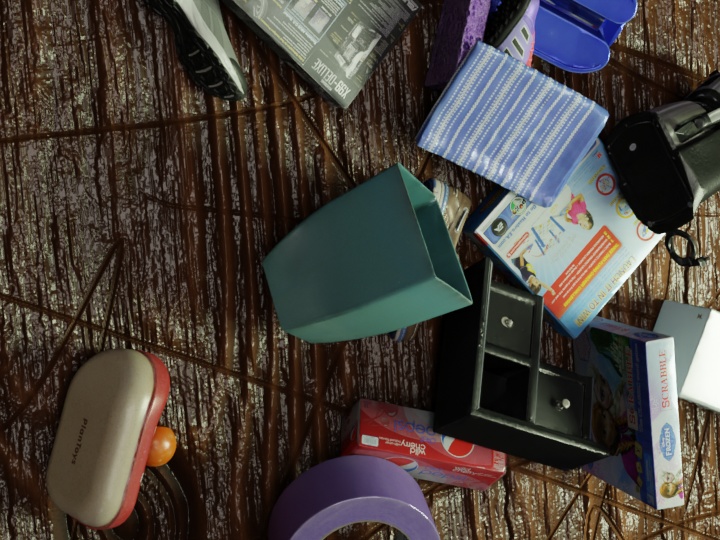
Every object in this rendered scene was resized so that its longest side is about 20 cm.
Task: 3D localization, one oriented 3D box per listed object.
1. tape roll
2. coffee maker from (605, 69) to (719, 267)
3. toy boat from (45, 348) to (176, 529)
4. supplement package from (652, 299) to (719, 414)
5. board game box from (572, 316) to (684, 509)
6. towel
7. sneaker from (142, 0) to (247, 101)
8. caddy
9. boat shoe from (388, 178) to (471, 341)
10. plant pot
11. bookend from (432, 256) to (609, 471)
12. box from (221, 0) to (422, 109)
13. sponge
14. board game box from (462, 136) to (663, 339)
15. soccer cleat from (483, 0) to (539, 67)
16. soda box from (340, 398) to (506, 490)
[{"bbox_3d":[-0.007,0.326,1.540,0.197,0.085,0.203,-5,117,-10],"label":"tape roll"},{"bbox_3d":[0.425,-0.132,1.621,0.198,0.134,0.195,-25,110,-32],"label":"coffee maker"},{"bbox_3d":[-0.264,0.191,1.480,0.130,0.130,0.203,15,91,-48],"label":"toy boat"},{"bbox_3d":[0.481,0.130,1.689,0.198,0.117,0.118,23,89,-18],"label":"supplement package"},{"bbox_3d":[0.325,0.169,1.602,0.041,0.199,0.203,-7,96,-15],"label":"board game box"},{"bbox_3d":[0.179,-0.166,1.522,0.198,0.024,0.146,23,115,-23],"label":"towel"},{"bbox_3d":[-0.179,-0.285,1.476,0.079,0.073,0.202,-42,113,-34],"label":"sneaker"},{"bbox_3d":[0.239,-0.329,1.584,0.198,0.105,0.142,24,110,-15],"label":"caddy"},{"bbox_3d":[0.088,-0.006,1.579,0.071,0.072,0.203,17,90,-18],"label":"boat shoe"},{"bbox_3d":[0.000,0.000,1.488,0.198,0.141,0.143,-25,69,15],"label":"plant pot"},{"bbox_3d":[0.202,0.118,1.583,0.198,0.092,0.201,19,64,-21],"label":"bookend"},{"bbox_3d":[-0.044,-0.310,1.499,0.200,0.050,0.159,40,83,-31],"label":"box"},{"bbox_3d":[0.125,-0.316,1.543,0.029,0.111,0.203,12,91,-15],"label":"sponge"},{"bbox_3d":[0.260,-0.056,1.637,0.200,0.056,0.196,-47,106,-8],"label":"board game box"},{"bbox_3d":[0.175,-0.253,1.521,0.072,0.201,0.069,20,53,-7],"label":"soccer cleat"},{"bbox_3d":[0.077,0.214,1.587,0.197,0.070,0.064,13,58,-17],"label":"soda box"}]
